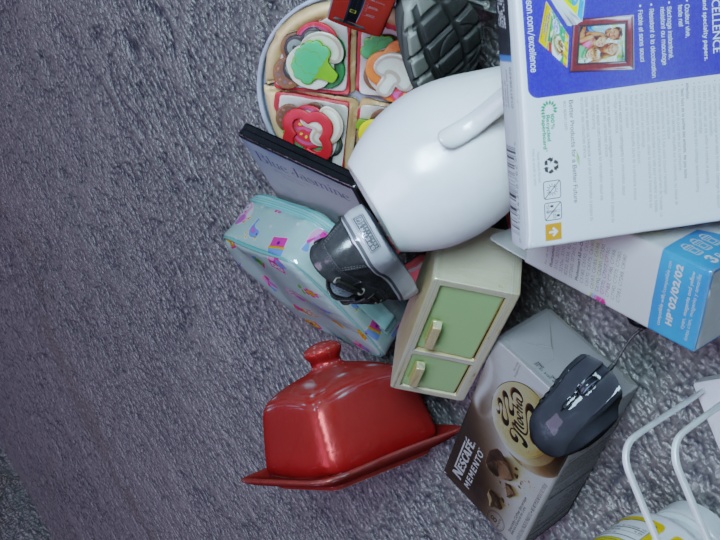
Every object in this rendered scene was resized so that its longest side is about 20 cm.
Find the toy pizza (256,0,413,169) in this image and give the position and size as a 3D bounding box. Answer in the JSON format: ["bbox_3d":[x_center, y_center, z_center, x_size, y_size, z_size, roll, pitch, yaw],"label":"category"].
[{"bbox_3d":[-0.006,-0.162,0.991,0.198,0.032,0.202,7,120,11],"label":"toy pizza"}]

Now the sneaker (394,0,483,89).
[{"bbox_3d":[0.064,-0.173,0.878,0.079,0.075,0.200,46,176,36],"label":"sneaker"}]

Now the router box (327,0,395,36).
[{"bbox_3d":[0.032,-0.304,0.784,0.179,0.048,0.202,135,151,-79],"label":"router box"}]

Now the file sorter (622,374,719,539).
[{"bbox_3d":[0.310,0.150,0.740,0.200,0.124,0.140,-23,90,56],"label":"file sorter"}]

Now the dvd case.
[{"bbox_3d":[-0.034,-0.067,1.062,0.142,0.018,0.200,27,165,25],"label":"dvd case"}]

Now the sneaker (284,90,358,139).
[{"bbox_3d":[0.000,-0.132,1.071,0.075,0.081,0.201,-22,110,23],"label":"sneaker"}]

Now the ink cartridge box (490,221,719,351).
[{"bbox_3d":[0.206,-0.029,0.790,0.200,0.115,0.068,32,131,41],"label":"ink cartridge box"}]

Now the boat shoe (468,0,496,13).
[{"bbox_3d":[0.063,-0.251,0.905,0.198,0.073,0.069,19,109,38],"label":"boat shoe"}]

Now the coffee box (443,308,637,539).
[{"bbox_3d":[0.163,0.152,0.985,0.113,0.079,0.201,44,139,28],"label":"coffee box"}]

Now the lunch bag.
[{"bbox_3d":[-0.038,0.006,1.123,0.160,0.077,0.200,17,158,47],"label":"lunch bag"}]

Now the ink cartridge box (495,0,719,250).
[{"bbox_3d":[0.192,-0.125,0.692,0.047,0.198,0.199,-139,42,-73],"label":"ink cartridge box"}]

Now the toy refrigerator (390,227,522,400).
[{"bbox_3d":[0.083,0.044,0.943,0.200,0.075,0.070,107,173,-57],"label":"toy refrigerator"}]

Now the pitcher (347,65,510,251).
[{"bbox_3d":[0.091,-0.105,0.785,0.122,0.199,0.172,58,-179,11],"label":"pitcher"}]

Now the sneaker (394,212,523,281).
[{"bbox_3d":[0.079,-0.027,0.997,0.199,0.087,0.074,-9,82,24],"label":"sneaker"}]

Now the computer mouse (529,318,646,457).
[{"bbox_3d":[0.204,0.073,0.845,0.059,0.034,0.201,44,109,29],"label":"computer mouse"}]

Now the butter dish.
[{"bbox_3d":[-0.025,0.151,1.153,0.200,0.198,0.149,-17,88,57],"label":"butter dish"}]

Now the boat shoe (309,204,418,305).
[{"bbox_3d":[0.000,0.000,0.858,0.070,0.066,0.200,59,-177,9],"label":"boat shoe"}]

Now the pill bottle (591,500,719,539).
[{"bbox_3d":[0.223,0.272,0.863,0.112,0.199,0.113,31,132,42],"label":"pill bottle"}]
